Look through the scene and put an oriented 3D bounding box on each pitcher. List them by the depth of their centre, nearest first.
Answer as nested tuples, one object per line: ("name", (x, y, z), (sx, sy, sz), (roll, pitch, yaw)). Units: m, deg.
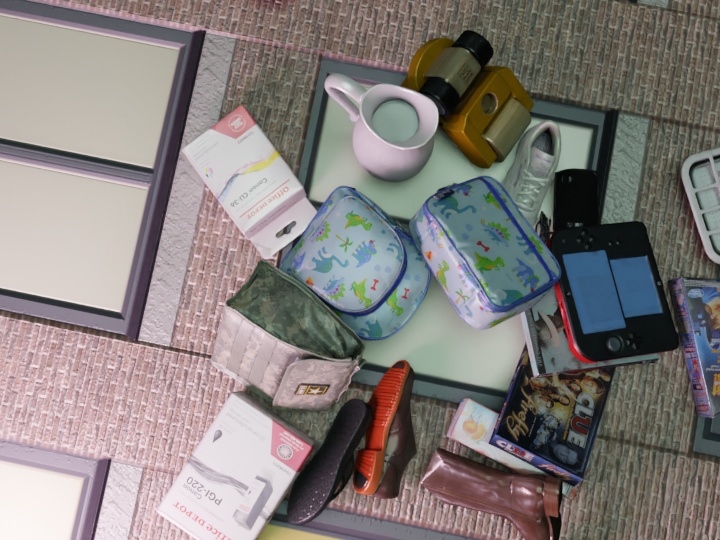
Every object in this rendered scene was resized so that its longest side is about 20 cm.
("pitcher", (0.027, -0.211, 1.305), (0.171, 0.200, 0.122), (32, 84, 4))

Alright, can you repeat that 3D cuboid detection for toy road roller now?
("toy road roller", (0.149, -0.260, 1.365), (0.200, 0.146, 0.123), (43, 79, -32))

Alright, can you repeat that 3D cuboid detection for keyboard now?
("keyboard", (0.308, -0.054, 1.374), (0.103, 0.040, 0.203), (3, 87, -15))

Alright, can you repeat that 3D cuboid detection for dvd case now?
("dvd case", (0.331, 0.073, 1.326), (0.197, 0.022, 0.148), (-5, 73, -13))

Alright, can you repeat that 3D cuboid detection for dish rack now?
("dish rack", (0.590, -0.108, 1.369), (0.198, 0.044, 0.174), (-16, 83, -1))

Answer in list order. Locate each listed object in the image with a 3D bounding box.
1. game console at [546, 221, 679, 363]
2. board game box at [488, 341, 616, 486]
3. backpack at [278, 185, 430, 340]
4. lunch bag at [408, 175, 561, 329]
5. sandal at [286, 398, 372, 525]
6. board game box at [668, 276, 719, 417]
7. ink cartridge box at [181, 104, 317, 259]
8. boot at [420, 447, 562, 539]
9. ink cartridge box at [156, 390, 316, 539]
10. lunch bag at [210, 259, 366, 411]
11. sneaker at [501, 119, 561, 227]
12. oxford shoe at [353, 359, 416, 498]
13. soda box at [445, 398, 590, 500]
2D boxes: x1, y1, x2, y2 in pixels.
("game console", (0.366, 0.029, 1.321), (0.175, 0.031, 0.202), (-7, 75, -15))
("board game box", (0.279, 0.187, 1.298), (0.134, 0.035, 0.201), (26, 58, 2))
("backpack", (0.000, 0.000, 1.309), (0.199, 0.147, 0.184), (37, 88, 1))
("lunch bag", (0.175, -0.031, 1.271), (0.160, 0.083, 0.201), (-20, 70, -33))
("sandal", (-0.035, 0.285, 1.316), (0.048, 0.075, 0.202), (40, 77, -35))
("board game box", (0.558, 0.117, 1.333), (0.197, 0.062, 0.203), (3, 84, 1))
("ink cartridge box", (-0.161, -0.131, 1.363), (0.116, 0.068, 0.201), (-37, 84, -4))
("boot", (0.187, 0.347, 1.305), (0.198, 0.064, 0.189), (7, 118, 19))
("ink cartridge box", (-0.176, 0.297, 1.306), (0.145, 0.085, 0.201), (32, 86, 4))
("lunch bag", (-0.098, 0.112, 1.276), (0.199, 0.165, 0.118), (32, 53, 4))
("sneaker", (0.244, -0.133, 1.346), (0.074, 0.100, 0.202), (19, 85, 0))
("oxford shoe", (0.049, 0.233, 1.330), (0.072, 0.071, 0.202), (22, 80, -26))
("soda box", (0.227, 0.257, 1.315), (0.198, 0.068, 0.064), (28, 82, 3))
